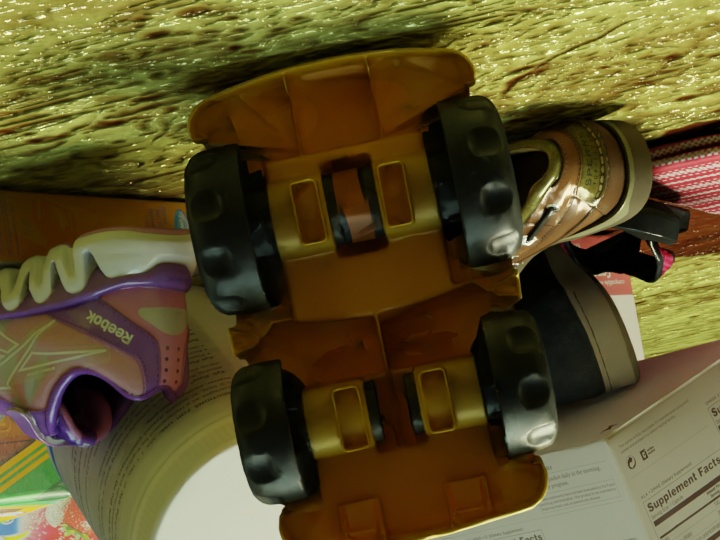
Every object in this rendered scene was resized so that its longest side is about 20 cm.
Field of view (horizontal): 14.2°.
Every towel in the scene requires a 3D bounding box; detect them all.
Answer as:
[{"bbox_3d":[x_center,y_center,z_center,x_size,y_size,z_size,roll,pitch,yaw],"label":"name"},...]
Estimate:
[{"bbox_3d":[0.230,-0.058,1.567,0.144,0.023,0.200,-12,169,28],"label":"towel"}]

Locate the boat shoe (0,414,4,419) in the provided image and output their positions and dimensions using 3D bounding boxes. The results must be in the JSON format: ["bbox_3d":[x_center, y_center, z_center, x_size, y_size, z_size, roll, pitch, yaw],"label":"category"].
[{"bbox_3d":[-0.251,0.046,1.453,0.200,0.072,0.068,7,118,-48],"label":"boat shoe"}]

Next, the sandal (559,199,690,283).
[{"bbox_3d":[0.135,-0.017,1.527,0.075,0.045,0.200,9,-176,6],"label":"sandal"}]

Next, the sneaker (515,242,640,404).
[{"bbox_3d":[0.064,0.040,1.621,0.146,0.077,0.202,-23,-166,-1],"label":"sneaker"}]

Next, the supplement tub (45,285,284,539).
[{"bbox_3d":[-0.070,0.096,1.392,0.131,0.133,0.200,-7,-159,-17],"label":"supplement tub"}]

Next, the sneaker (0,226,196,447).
[{"bbox_3d":[-0.153,0.044,1.348,0.200,0.089,0.080,-18,169,36],"label":"sneaker"}]

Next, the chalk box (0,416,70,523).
[{"bbox_3d":[-0.278,0.084,1.587,0.199,0.125,0.124,-6,171,-29],"label":"chalk box"}]

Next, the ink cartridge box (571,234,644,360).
[{"bbox_3d":[0.117,0.088,1.774,0.067,0.201,0.116,-2,168,-40],"label":"ink cartridge box"}]

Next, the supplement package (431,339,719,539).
[{"bbox_3d":[0.131,0.126,1.590,0.200,0.111,0.156,-17,-171,47],"label":"supplement package"}]

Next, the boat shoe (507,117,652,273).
[{"bbox_3d":[0.055,-0.027,1.448,0.068,0.072,0.200,-1,156,-41],"label":"boat shoe"}]

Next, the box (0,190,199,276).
[{"bbox_3d":[-0.169,-0.006,1.425,0.119,0.042,0.200,-16,171,35],"label":"box"}]

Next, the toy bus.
[{"bbox_3d":[0.005,0.014,1.261,0.135,0.201,0.192,-12,178,0],"label":"toy bus"}]

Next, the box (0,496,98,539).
[{"bbox_3d":[-0.239,0.145,1.876,0.199,0.096,0.100,7,-174,2],"label":"box"}]
